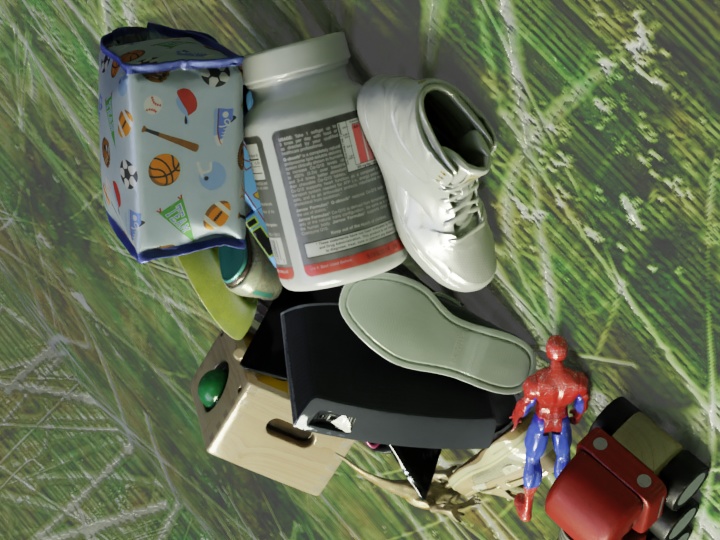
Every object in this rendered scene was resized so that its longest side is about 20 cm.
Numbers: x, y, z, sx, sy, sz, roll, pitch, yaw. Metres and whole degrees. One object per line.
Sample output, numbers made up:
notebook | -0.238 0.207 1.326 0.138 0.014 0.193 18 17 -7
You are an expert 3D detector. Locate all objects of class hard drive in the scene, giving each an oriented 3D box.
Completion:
hard drive | 0.029 0.093 1.295 0.042 0.198 0.136 125 145 -46

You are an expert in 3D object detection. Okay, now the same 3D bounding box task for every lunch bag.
lunch bag | -0.169 -0.118 1.224 0.200 0.123 0.172 -147 54 -61

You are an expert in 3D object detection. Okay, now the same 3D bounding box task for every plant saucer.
plant saucer | -0.151 -0.027 1.437 0.200 0.031 0.201 -25 -90 -84

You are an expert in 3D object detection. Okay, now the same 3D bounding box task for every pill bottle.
pill bottle | -0.035 -0.093 1.202 0.116 0.115 0.202 4 110 63

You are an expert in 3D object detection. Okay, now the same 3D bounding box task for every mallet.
mallet | 0.085 0.073 1.389 0.201 0.041 0.066 57 162 -1

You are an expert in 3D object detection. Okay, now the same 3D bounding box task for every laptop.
laptop | -0.003 0.107 1.394 0.103 0.178 0.201 -19 115 27

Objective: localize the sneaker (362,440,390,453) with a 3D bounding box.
sneaker | 0.026 0.158 1.578 0.081 0.086 0.200 60 159 -15

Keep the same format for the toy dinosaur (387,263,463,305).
toy dinosaur | 0.000 0.000 1.372 0.200 0.088 0.048 41 167 30

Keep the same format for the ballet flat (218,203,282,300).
ballet flat | -0.113 -0.051 1.392 0.062 0.067 0.201 23 -138 -36

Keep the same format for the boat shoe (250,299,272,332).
boat shoe | -0.108 0.038 1.694 0.200 0.066 0.072 28 -165 22

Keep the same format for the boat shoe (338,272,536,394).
boat shoe | 0.062 0.056 1.264 0.199 0.076 0.060 29 179 -20

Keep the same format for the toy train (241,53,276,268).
toy train | -0.074 -0.098 1.309 0.201 0.114 0.087 55 -163 -9

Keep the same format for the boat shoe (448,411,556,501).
boat shoe | 0.145 0.201 1.421 0.065 0.072 0.200 50 154 8

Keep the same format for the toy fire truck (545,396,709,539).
toy fire truck | 0.174 0.219 1.196 0.129 0.200 0.177 40 157 27

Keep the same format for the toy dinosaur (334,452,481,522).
toy dinosaur | 0.067 0.241 1.542 0.101 0.059 0.199 -6 162 44

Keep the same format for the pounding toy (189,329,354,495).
pounding toy | -0.107 0.142 1.653 0.199 0.143 0.184 26 -164 -25

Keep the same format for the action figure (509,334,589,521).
action figure | 0.169 0.138 1.267 0.052 0.065 0.201 -91 1 -51

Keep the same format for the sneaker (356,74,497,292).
sneaker | 0.072 -0.063 1.135 0.201 0.073 0.115 61 161 -19
